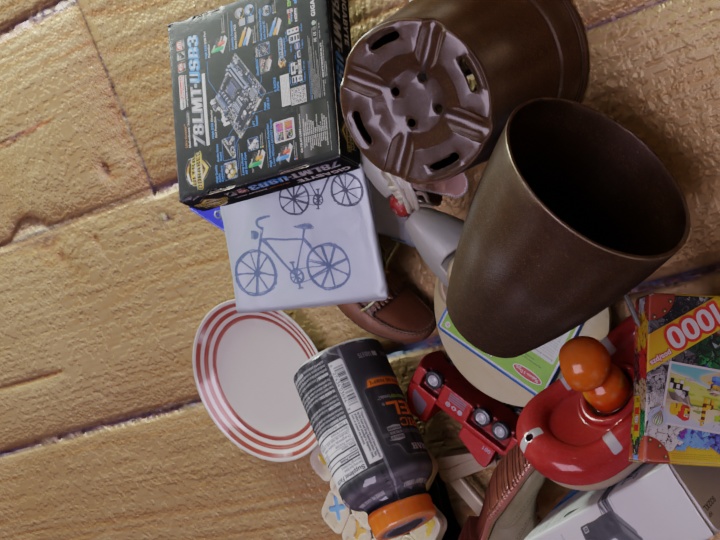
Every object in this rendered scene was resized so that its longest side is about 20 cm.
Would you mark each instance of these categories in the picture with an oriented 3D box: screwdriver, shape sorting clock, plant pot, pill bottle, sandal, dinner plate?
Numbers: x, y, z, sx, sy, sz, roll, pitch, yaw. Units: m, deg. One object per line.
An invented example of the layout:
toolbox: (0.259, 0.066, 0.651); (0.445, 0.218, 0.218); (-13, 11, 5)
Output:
screwdriver: (0.232, -0.016, 1.483); (0.028, 0.201, 0.029); (1, 123, -11)
shape sorting clock: (0.164, 0.040, 1.623); (0.198, 0.039, 0.202); (4, 99, 29)
plant pot: (0.163, -0.017, 1.429); (0.187, 0.187, 0.201); (44, 130, 12)
pill bottle: (0.011, 0.182, 1.688); (0.106, 0.106, 0.201); (-39, 66, 37)
plant pot: (0.089, -0.177, 1.481); (0.199, 0.198, 0.202); (10, 114, 24)
sandal: (0.080, 0.303, 1.774); (0.075, 0.048, 0.202); (-20, 96, 37)
dinner plate: (-0.112, 0.126, 1.848); (0.199, 0.024, 0.202); (13, 113, 32)

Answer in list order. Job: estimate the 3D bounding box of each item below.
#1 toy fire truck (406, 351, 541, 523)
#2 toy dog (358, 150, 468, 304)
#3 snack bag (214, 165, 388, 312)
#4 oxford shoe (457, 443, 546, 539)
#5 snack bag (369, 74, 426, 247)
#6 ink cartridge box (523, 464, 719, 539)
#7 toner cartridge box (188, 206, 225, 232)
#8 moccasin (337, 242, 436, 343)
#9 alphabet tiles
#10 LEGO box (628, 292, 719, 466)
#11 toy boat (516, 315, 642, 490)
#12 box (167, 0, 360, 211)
toy fire truck: (0.123, 0.196, 1.705); (0.199, 0.049, 0.142); (36, 125, 18)
toy dog: (0.090, -0.056, 1.572); (0.201, 0.096, 0.132); (60, 170, -20)
snack bag: (-0.067, -0.059, 1.656); (0.187, 0.021, 0.202); (-7, 97, 29)
oxford shoe: (0.161, 0.250, 1.640); (0.073, 0.071, 0.201); (23, 122, -6)
snack bag: (-0.012, -0.133, 1.687); (0.187, 0.021, 0.202); (14, 115, 28)
ink cartridge box: (0.275, 0.233, 1.557); (0.200, 0.145, 0.084); (-37, 86, 37)
toner cartridge box: (-0.126, -0.140, 1.723); (0.095, 0.043, 0.202); (31, 122, 30)
moccasin: (0.001, -0.001, 1.694); (0.201, 0.073, 0.078); (46, 145, 16)
alphabet tiles: (0.016, 0.248, 1.784); (0.200, 0.015, 0.197); (45, 131, 30)
LEGO box: (0.345, 0.101, 1.418); (0.198, 0.077, 0.151); (3, 84, -1)
toy boat: (0.228, 0.110, 1.504); (0.200, 0.131, 0.131); (-42, 38, 6)
box: (-0.100, -0.179, 1.615); (0.197, 0.050, 0.202); (-15, 72, 29)
